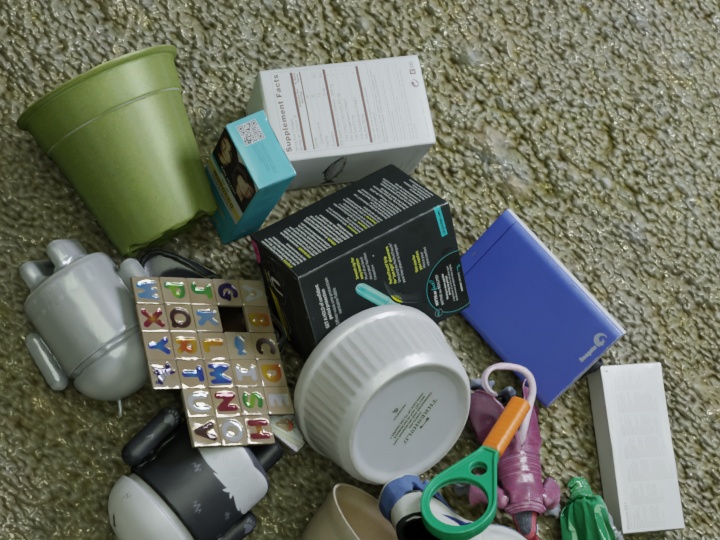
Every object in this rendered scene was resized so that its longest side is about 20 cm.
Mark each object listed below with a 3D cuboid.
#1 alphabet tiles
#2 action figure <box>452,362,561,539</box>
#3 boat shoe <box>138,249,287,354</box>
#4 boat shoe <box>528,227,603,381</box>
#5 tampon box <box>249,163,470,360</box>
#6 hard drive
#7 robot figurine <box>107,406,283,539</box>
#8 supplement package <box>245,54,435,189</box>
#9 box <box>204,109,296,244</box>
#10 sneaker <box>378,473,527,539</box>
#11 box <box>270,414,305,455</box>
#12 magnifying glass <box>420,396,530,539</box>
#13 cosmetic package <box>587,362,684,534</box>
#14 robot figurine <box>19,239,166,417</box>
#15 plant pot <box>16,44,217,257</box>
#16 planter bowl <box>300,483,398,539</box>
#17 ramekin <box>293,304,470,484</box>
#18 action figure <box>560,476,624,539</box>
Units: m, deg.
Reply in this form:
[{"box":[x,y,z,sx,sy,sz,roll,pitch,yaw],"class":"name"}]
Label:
[{"box":[-0.158,0.098,1.493,0.166,0.008,0.201,2,60,-35],"class":"alphabet tiles"},{"box":[0.188,0.223,1.580,0.133,0.149,0.201,0,62,-19],"class":"action figure"},{"box":[-0.170,0.035,1.585,0.199,0.068,0.072,35,71,0],"class":"boat shoe"},{"box":[0.240,0.036,1.664,0.073,0.062,0.201,-7,77,-59],"class":"boat shoe"},{"box":[0.000,0.000,1.569,0.199,0.126,0.151,-27,125,-19],"class":"tampon box"},{"box":[0.200,0.045,1.630,0.200,0.025,0.132,48,113,13],"class":"hard drive"},{"box":[-0.182,0.234,1.500,0.200,0.125,0.150,-41,78,-19],"class":"robot figurine"},{"box":[-0.027,-0.175,1.645,0.199,0.117,0.118,-8,77,-14],"class":"supplement package"},{"box":[-0.134,-0.102,1.556,0.049,0.200,0.083,-25,82,-22],"class":"box"},{"box":[0.107,0.310,1.484,0.199,0.115,0.081,32,104,-12],"class":"sneaker"},{"box":[-0.143,0.137,1.577,0.200,0.041,0.039,38,71,-2],"class":"box"},{"box":[0.131,0.211,1.475,0.079,0.022,0.200,17,49,25],"class":"magnifying glass"},{"box":[0.331,0.216,1.657,0.082,0.051,0.201,-1,76,-16],"class":"cosmetic package"},{"box":[-0.295,0.061,1.524,0.169,0.113,0.200,-38,85,14],"class":"robot figurine"},{"box":[-0.257,-0.123,1.550,0.199,0.200,0.191,-26,90,-18],"class":"plant pot"},{"box":[0.000,0.349,1.488,0.200,0.200,0.135,44,98,1],"class":"planter bowl"},{"box":[0.032,0.146,1.525,0.201,0.203,0.094,-26,38,-18],"class":"ramekin"},{"box":[0.278,0.338,1.596,0.054,0.118,0.201,3,67,-46],"class":"action figure"}]
